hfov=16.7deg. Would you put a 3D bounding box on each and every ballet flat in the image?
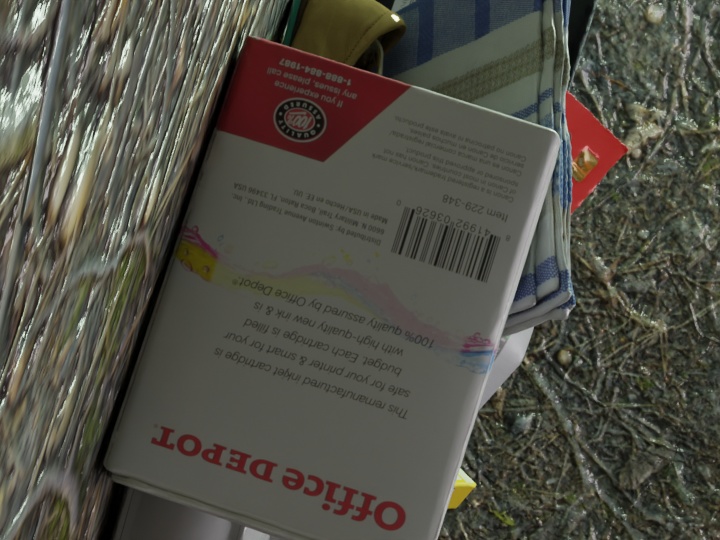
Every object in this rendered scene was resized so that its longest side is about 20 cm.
[{"bbox_3d":[-0.028,-0.048,1.188,0.069,0.063,0.201,96,12,-76],"label":"ballet flat"}]

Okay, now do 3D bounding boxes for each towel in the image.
[{"bbox_3d":[0.045,-0.050,1.179,0.146,0.024,0.202,-22,-125,38],"label":"towel"}]

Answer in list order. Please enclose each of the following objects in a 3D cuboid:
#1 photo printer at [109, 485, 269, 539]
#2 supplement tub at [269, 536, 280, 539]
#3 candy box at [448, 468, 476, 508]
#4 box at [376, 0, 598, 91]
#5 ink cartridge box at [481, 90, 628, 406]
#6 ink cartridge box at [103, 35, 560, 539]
[{"bbox_3d":[-0.085,0.142,1.191,0.166,0.069,0.201,-62,169,-75],"label":"photo printer"},{"bbox_3d":[-0.047,0.167,1.400,0.200,0.139,0.141,-60,168,-80],"label":"supplement tub"},{"bbox_3d":[-0.003,0.096,1.384,0.026,0.102,0.200,-51,162,9],"label":"candy box"},{"bbox_3d":[0.042,-0.100,1.412,0.200,0.147,0.108,102,7,-65],"label":"box"},{"bbox_3d":[0.056,-0.007,1.280,0.200,0.050,0.161,-47,144,6],"label":"ink cartridge box"},{"bbox_3d":[-0.011,0.019,1.065,0.086,0.147,0.201,87,22,-82],"label":"ink cartridge box"}]
